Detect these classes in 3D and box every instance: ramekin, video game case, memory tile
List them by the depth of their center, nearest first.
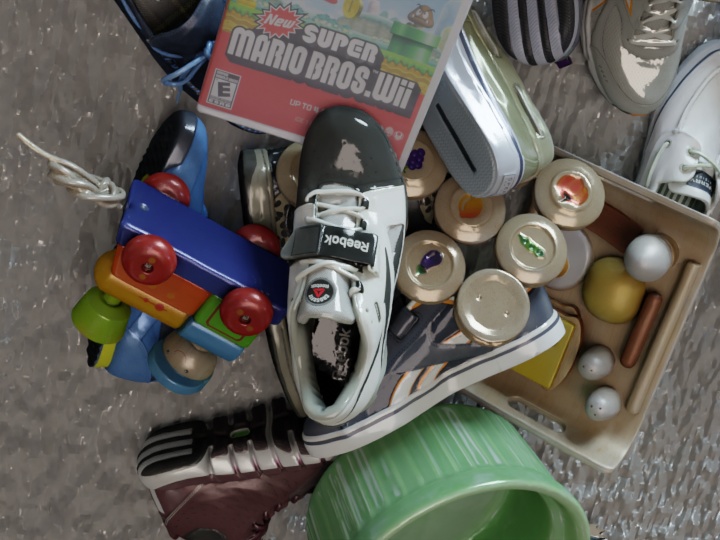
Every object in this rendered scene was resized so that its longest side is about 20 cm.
[{"bbox_3d":[-0.008,-0.163,0.793,0.142,0.018,0.201,16,124,-9],"label":"video game case"},{"bbox_3d":[0.055,-0.057,0.873,0.199,0.017,0.154,37,73,4],"label":"memory tile"},{"bbox_3d":[0.056,0.193,0.942,0.198,0.098,0.202,-13,130,-15],"label":"ramekin"}]

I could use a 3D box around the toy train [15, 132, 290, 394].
[{"bbox_3d":[-0.153,-0.001,0.834,0.199,0.085,0.116,29,122,-19],"label":"toy train"}]

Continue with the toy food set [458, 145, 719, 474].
[{"bbox_3d":[0.155,0.026,0.931,0.143,0.060,0.202,27,109,23],"label":"toy food set"}]

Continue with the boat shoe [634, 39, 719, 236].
[{"bbox_3d":[0.240,-0.066,0.948,0.073,0.067,0.202,15,108,-16],"label":"boat shoe"}]

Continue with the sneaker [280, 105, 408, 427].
[{"bbox_3d":[-0.011,-0.001,0.806,0.073,0.088,0.202,0,95,8],"label":"sneaker"}]

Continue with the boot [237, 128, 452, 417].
[{"bbox_3d":[0.000,0.000,0.928,0.152,0.074,0.206,-12,112,-7],"label":"boot"}]

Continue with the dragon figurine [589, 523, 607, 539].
[{"bbox_3d":[0.148,0.259,1.062,0.198,0.059,0.100,7,110,-12],"label":"dragon figurine"}]

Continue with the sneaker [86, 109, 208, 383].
[{"bbox_3d":[-0.130,-0.013,0.907,0.078,0.066,0.202,13,110,-20],"label":"sneaker"}]

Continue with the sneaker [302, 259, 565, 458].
[{"bbox_3d":[0.037,0.054,0.905,0.199,0.078,0.080,-29,100,1],"label":"sneaker"}]

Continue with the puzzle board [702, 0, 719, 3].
[{"bbox_3d":[0.169,-0.276,0.809,0.149,0.017,0.202,9,85,2],"label":"puzzle board"}]

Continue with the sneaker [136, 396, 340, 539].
[{"bbox_3d":[-0.063,0.163,0.989,0.198,0.076,0.117,-8,119,3],"label":"sneaker"}]

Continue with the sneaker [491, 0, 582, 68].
[{"bbox_3d":[0.115,-0.236,0.872,0.074,0.087,0.202,-1,92,20],"label":"sneaker"}]

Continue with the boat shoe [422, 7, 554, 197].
[{"bbox_3d":[0.059,-0.141,0.863,0.062,0.072,0.202,-19,80,-36],"label":"boat shoe"}]

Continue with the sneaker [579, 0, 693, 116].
[{"bbox_3d":[0.199,-0.199,0.875,0.075,0.092,0.202,-2,112,-8],"label":"sneaker"}]

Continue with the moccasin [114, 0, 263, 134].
[{"bbox_3d":[-0.120,-0.161,0.846,0.080,0.068,0.200,-43,112,8],"label":"moccasin"}]
